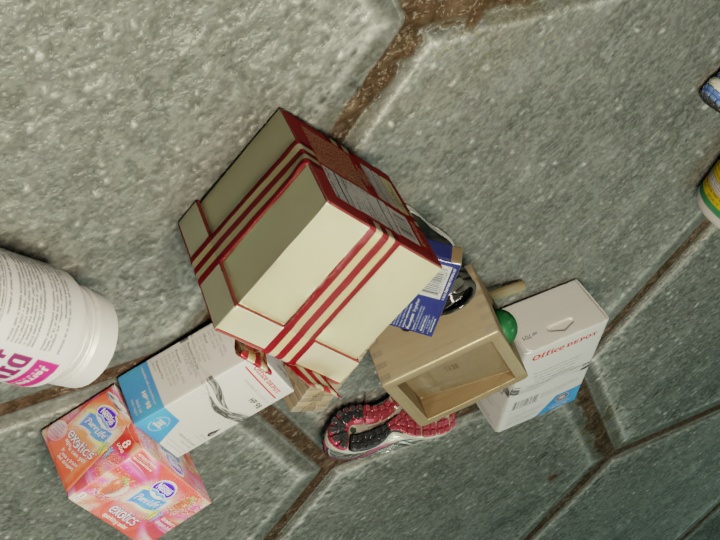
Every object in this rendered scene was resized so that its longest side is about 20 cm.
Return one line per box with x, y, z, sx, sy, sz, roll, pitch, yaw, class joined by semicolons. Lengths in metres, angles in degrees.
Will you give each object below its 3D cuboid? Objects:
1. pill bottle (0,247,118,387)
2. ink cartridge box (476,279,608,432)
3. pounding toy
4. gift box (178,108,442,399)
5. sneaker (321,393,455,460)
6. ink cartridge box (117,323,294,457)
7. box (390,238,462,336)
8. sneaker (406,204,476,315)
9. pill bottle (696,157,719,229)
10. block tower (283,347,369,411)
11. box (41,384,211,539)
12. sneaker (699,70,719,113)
-0.317;0.040;1.045;0.113;0.114;0.200;-43;147;15;pill bottle
0.252;0.124;1.685;0.145;0.086;0.201;-19;144;-22;ink cartridge box
0.123;0.077;1.490;0.199;0.143;0.184;-26;148;8;pounding toy
-0.046;-0.004;1.133;0.199;0.185;0.187;32;111;-34;gift box
0.038;0.211;1.628;0.198;0.081;0.075;-7;155;-23;sneaker
-0.154;0.118;1.322;0.199;0.067;0.116;-30;147;3;ink cartridge box
0.000;0.000;1.286;0.198;0.033;0.122;14;134;-5;box
0.067;-0.009;1.334;0.071;0.100;0.199;-43;145;19;sneaker
0.543;-0.146;1.561;0.112;0.113;0.201;-6;138;-36;pill bottle
-0.032;0.091;1.419;0.054;0.058;0.200;4;133;-43;block tower
-0.264;0.228;1.357;0.102;0.095;0.200;-32;148;-3;box
0.518;-0.195;1.437;0.199;0.077;0.086;30;102;-9;sneaker
